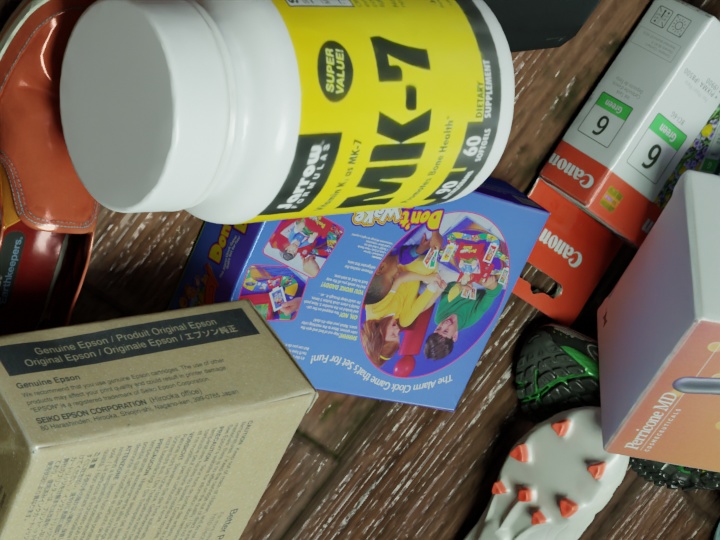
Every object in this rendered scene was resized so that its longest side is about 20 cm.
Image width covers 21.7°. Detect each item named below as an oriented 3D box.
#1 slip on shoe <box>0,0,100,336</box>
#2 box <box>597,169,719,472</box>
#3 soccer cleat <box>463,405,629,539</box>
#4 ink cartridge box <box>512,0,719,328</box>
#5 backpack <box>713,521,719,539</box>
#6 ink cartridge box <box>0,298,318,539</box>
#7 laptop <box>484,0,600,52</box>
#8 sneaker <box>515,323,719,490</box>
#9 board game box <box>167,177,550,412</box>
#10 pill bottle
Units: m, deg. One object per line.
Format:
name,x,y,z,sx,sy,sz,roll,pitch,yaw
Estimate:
slip on shoe,-0.148,-0.041,0.894,0.074,0.061,0.201,4,112,-38
box,0.259,0.043,1.115,0.198,0.107,0.153,10,144,-10
soccer cleat,0.116,0.157,1.215,0.077,0.069,0.201,-9,141,-48
ink cartridge box,0.169,-0.056,1.145,0.109,0.050,0.201,30,94,-46
backpack,0.352,0.189,1.360,0.150,0.178,0.201,18,114,-40
ink cartridge box,-0.136,0.116,0.944,0.164,0.075,0.201,-9,139,-41
laptop,0.067,-0.216,0.993,0.176,0.103,0.202,-10,97,-35
sneaker,0.175,0.078,1.234,0.199,0.078,0.086,29,60,-38
board game box,0.000,0.000,1.049,0.199,0.045,0.135,13,108,-43
pill bottle,-0.033,-0.081,0.882,0.199,0.114,0.115,-8,121,-40
